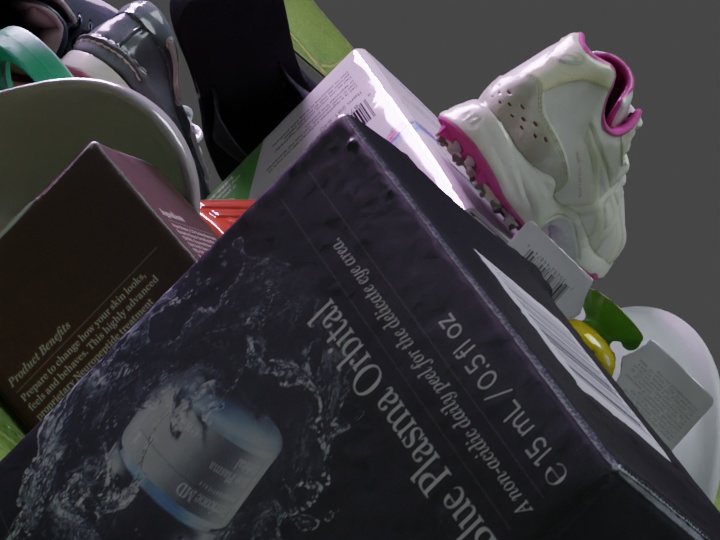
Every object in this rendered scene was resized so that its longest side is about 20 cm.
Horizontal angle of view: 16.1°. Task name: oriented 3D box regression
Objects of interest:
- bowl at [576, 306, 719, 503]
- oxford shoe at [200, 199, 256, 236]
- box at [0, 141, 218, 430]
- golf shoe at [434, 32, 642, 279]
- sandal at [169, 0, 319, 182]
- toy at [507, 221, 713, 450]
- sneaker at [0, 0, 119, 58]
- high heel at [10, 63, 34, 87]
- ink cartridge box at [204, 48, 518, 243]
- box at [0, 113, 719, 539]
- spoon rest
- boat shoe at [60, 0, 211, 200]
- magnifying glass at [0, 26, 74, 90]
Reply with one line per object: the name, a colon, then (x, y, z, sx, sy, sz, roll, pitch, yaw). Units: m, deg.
bowl: (0.077, 0.096, 1.230, 0.090, 0.202, 0.201, 26, 17, -27)
oxford shoe: (-0.044, 0.008, 1.142, 0.071, 0.073, 0.200, 0, 8, -10)
box: (-0.068, 0.056, 1.019, 0.200, 0.100, 0.075, 48, 9, 15)
golf shoe: (0.106, -0.053, 1.217, 0.075, 0.091, 0.200, 49, 6, 20)
sandal: (-0.050, -0.082, 1.328, 0.043, 0.076, 0.200, 61, 0, 37)
toy: (0.045, 0.090, 1.097, 0.115, 0.200, 0.047, 43, -7, -7)
sneaker: (-0.167, -0.115, 1.370, 0.202, 0.077, 0.146, 27, 6, -35)
high heel: (-0.182, -0.083, 1.225, 0.199, 0.068, 0.096, 30, -1, -1)
ink cartridge box: (0.000, 0.000, 1.248, 0.084, 0.145, 0.200, 41, 10, -30)
box: (-0.003, 0.094, 0.797, 0.117, 0.200, 0.197, 38, 11, -41)
spoon rest: (-0.152, -0.052, 1.121, 0.199, 0.100, 0.060, 23, 29, 29)
boat shoe: (-0.102, -0.066, 1.355, 0.073, 0.062, 0.200, 24, -24, 28)
magnifying glass: (-0.114, -0.028, 1.174, 0.200, 0.022, 0.080, 54, -26, 7)
